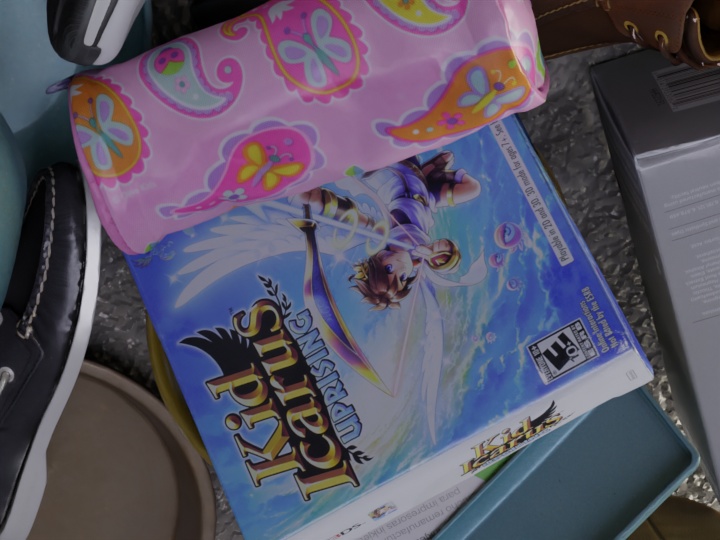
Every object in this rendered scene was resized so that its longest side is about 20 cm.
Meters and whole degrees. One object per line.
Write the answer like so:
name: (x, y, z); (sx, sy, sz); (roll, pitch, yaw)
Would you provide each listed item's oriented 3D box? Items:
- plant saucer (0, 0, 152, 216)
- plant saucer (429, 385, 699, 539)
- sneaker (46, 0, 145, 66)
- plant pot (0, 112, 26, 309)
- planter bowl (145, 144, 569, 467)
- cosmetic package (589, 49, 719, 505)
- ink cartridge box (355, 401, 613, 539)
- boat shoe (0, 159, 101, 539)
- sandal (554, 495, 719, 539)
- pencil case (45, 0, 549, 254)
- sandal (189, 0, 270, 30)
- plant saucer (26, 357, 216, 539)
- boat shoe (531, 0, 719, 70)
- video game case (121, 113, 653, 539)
plant saucer: (-0.190, -0.111, 1.010); (0.198, 0.036, 0.201); (-3, 118, -6)
plant saucer: (0.071, 0.132, 1.072); (0.200, 0.070, 0.019); (-46, 144, 14)
sneaker: (-0.045, -0.161, 0.960); (0.115, 0.076, 0.202); (25, 90, -24)
plant pot: (-0.214, -0.026, 0.942); (0.135, 0.199, 0.201); (-43, 123, -26)
planter bowl: (0.009, 0.020, 1.060); (0.199, 0.201, 0.083); (-28, 155, 7)
cosmetic package: (0.175, 0.000, 1.087); (0.089, 0.107, 0.201); (-15, 118, 0)
ink cartridge box: (0.088, 0.147, 1.165); (0.145, 0.084, 0.201); (-28, 119, 5)
boat shoe: (-0.160, 0.037, 1.046); (0.060, 0.074, 0.201); (8, 125, -18)
sandal: (0.179, 0.158, 1.108); (0.198, 0.081, 0.054); (9, 142, -22)
pencil case: (-0.024, -0.075, 0.963); (0.199, 0.088, 0.088); (-20, 120, 13)
sandal: (0.022, -0.143, 1.003); (0.199, 0.075, 0.048); (-27, 104, 16)
plant saucer: (-0.170, 0.119, 1.143); (0.198, 0.030, 0.201); (-4, 119, -6)
boat shoe: (0.135, -0.119, 0.989); (0.199, 0.068, 0.072); (-16, 165, 39)
video game case: (0.000, 0.000, 0.999); (0.180, 0.201, 0.045); (-30, 155, 8)
